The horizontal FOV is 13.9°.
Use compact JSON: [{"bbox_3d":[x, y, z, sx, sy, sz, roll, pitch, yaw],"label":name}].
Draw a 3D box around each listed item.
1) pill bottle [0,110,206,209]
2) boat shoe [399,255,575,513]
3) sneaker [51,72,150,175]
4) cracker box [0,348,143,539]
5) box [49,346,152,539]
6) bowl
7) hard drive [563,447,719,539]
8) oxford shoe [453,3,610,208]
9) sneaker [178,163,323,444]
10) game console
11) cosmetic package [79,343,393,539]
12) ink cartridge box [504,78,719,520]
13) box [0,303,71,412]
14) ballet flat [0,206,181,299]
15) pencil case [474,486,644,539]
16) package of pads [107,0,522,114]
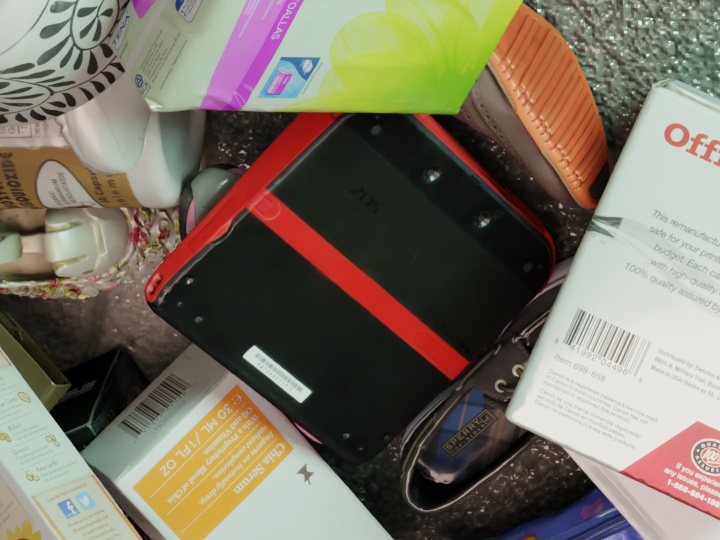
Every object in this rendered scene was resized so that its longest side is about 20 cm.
[{"bbox_3d":[-0.194,-0.090,1.628,0.200,0.114,0.114,0,121,12],"label":"pill bottle"},{"bbox_3d":[0.088,0.070,1.695,0.070,0.066,0.200,40,121,-14],"label":"boat shoe"},{"bbox_3d":[-0.110,-0.145,1.505,0.087,0.075,0.200,11,99,17],"label":"sneaker"},{"bbox_3d":[-0.218,0.131,1.658,0.200,0.058,0.134,52,127,12],"label":"cracker box"},{"bbox_3d":[-0.164,0.171,1.800,0.164,0.086,0.200,-25,114,25],"label":"box"},{"bbox_3d":[-0.197,-0.164,1.436,0.201,0.094,0.201,2,100,13],"label":"bowl"},{"bbox_3d":[0.219,0.068,1.639,0.200,0.025,0.132,-41,91,12],"label":"hard drive"},{"bbox_3d":[0.062,-0.110,1.594,0.073,0.071,0.200,-28,104,35],"label":"oxford shoe"},{"bbox_3d":[-0.058,0.011,1.667,0.079,0.095,0.200,-36,130,-11],"label":"sneaker"},{"bbox_3d":[0.000,0.000,1.619,0.177,0.031,0.200,-45,129,6],"label":"game console"},{"bbox_3d":[-0.058,0.148,1.712,0.101,0.071,0.200,-45,115,-10],"label":"cosmetic package"},{"bbox_3d":[0.186,0.014,1.580,0.144,0.084,0.200,25,102,7],"label":"ink cartridge box"},{"bbox_3d":[-0.283,0.080,1.744,0.163,0.021,0.200,47,109,15],"label":"box"},{"bbox_3d":[-0.192,-0.013,1.674,0.200,0.064,0.076,-9,99,-1],"label":"ballet flat"},{"bbox_3d":[0.131,0.168,1.737,0.200,0.078,0.087,-26,149,25],"label":"pencil case"},{"bbox_3d":[-0.005,-0.151,1.445,0.200,0.068,0.155,-2,136,-40],"label":"package of pads"}]
